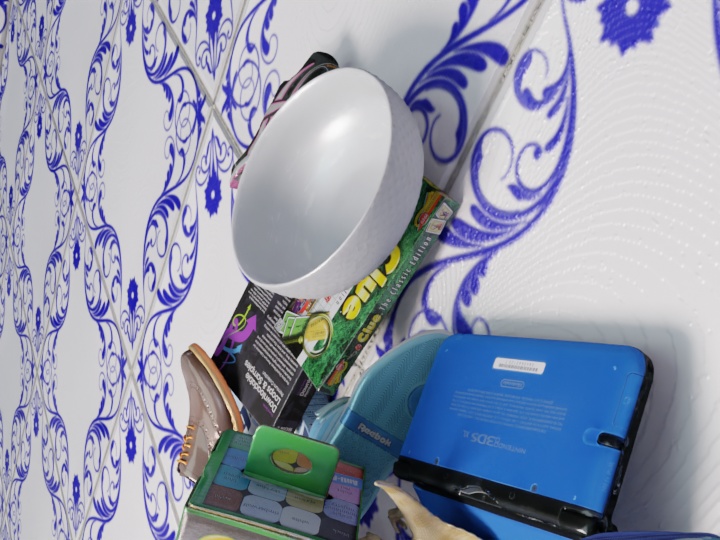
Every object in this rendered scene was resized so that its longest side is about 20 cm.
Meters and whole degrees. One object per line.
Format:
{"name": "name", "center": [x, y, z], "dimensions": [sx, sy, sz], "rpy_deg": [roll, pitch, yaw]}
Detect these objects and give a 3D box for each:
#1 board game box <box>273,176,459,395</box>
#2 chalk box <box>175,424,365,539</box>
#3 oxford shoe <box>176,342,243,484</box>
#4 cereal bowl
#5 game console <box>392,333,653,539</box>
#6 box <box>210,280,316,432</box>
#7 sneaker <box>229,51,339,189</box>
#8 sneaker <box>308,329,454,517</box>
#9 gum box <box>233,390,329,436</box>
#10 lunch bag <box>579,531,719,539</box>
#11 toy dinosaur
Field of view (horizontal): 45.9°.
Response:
{"name": "board game box", "center": [0.000, 0.000, 0.758], "dimensions": [0.201, 0.023, 0.105], "rpy_deg": [-57, 43, 11]}
{"name": "chalk box", "center": [-0.069, 0.205, 0.633], "dimensions": [0.124, 0.123, 0.202], "rpy_deg": [-74, 1, -75]}
{"name": "oxford shoe", "center": [-0.158, 0.176, 0.876], "dimensions": [0.071, 0.072, 0.202], "rpy_deg": [-28, 80, 68]}
{"name": "cereal bowl", "center": [-0.020, -0.066, 0.730], "dimensions": [0.199, 0.083, 0.202], "rpy_deg": [-23, 55, 38]}
{"name": "game console", "center": [0.128, 0.148, 0.595], "dimensions": [0.199, 0.118, 0.172], "rpy_deg": [-1, 62, 56]}
{"name": "box", "center": [-0.072, 0.048, 0.861], "dimensions": [0.143, 0.036, 0.201], "rpy_deg": [39, 104, 46]}
{"name": "sneaker", "center": [-0.071, -0.151, 0.903], "dimensions": [0.199, 0.080, 0.087], "rpy_deg": [-35, 47, 42]}
{"name": "sneaker", "center": [0.013, 0.120, 0.742], "dimensions": [0.200, 0.079, 0.131], "rpy_deg": [-50, 7, 7]}
{"name": "gum box", "center": [-0.102, 0.154, 0.944], "dimensions": [0.171, 0.044, 0.201], "rpy_deg": [-60, 41, 34]}
{"name": "lunch bag", "center": [0.146, 0.241, 0.451], "dimensions": [0.082, 0.159, 0.202], "rpy_deg": [32, 113, 56]}
{"name": "toy dinosaur", "center": [0.050, 0.194, 0.612], "dimensions": [0.100, 0.201, 0.058], "rpy_deg": [-13, 33, 44]}
